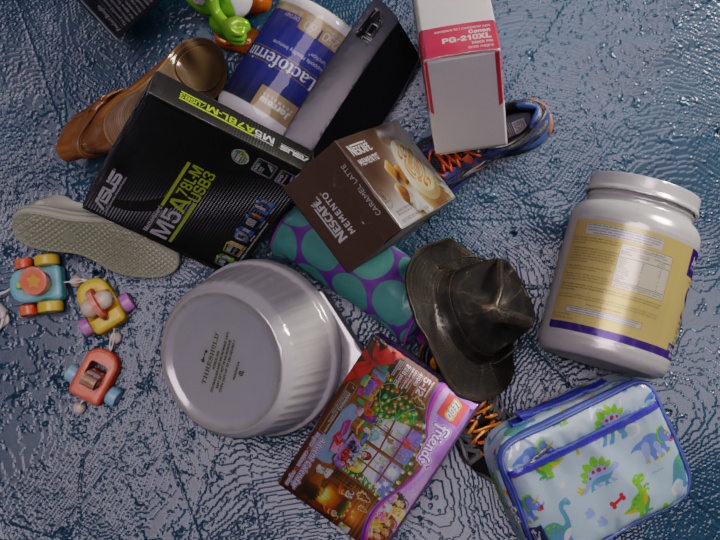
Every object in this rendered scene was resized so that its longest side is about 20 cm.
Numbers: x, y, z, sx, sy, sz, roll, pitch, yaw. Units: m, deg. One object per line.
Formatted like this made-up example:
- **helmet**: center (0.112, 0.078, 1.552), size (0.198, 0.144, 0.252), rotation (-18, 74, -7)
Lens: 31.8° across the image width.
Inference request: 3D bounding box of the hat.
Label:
- **hat**: center (0.137, 0.042, 1.353), size (0.081, 0.201, 0.201), rotation (-22, 80, 32)

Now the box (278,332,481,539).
- **box**: center (0.021, 0.187, 1.374), size (0.137, 0.039, 0.200), rotation (34, 97, 12)

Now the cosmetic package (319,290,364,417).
- **cosmetic package**: center (-0.018, 0.128, 1.436), size (0.083, 0.051, 0.200), rotation (-34, 81, 6)

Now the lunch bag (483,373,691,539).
- **lunch bag**: center (0.242, 0.208, 1.361), size (0.200, 0.082, 0.161), rotation (-22, 99, -9)

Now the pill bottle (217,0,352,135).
- **pill bottle**: center (-0.091, -0.204, 1.451), size (0.116, 0.116, 0.200), rotation (31, 87, 8)

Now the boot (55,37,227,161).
- **boot**: center (-0.255, -0.194, 1.482), size (0.155, 0.200, 0.077), rotation (-14, 122, 39)

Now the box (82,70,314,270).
- **box**: center (-0.180, -0.099, 1.387), size (0.193, 0.200, 0.048), rotation (25, 44, -18)

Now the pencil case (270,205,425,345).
- **pencil case**: center (0.000, 0.000, 1.424), size (0.200, 0.092, 0.085), rotation (35, 56, 17)

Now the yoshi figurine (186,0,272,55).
- **yoshi figurine**: center (-0.138, -0.322, 1.420), size (0.112, 0.200, 0.112), rotation (-37, 71, -1)

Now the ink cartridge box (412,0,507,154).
- **ink cartridge box**: center (0.105, -0.251, 1.386), size (0.084, 0.145, 0.200), rotation (-8, 52, 4)

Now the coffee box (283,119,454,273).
- **coffee box**: center (0.014, -0.083, 1.343), size (0.080, 0.200, 0.114), rotation (-39, 87, 23)

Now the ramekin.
- **ramekin**: center (-0.128, 0.092, 1.390), size (0.202, 0.094, 0.203), rotation (4, 100, 26)

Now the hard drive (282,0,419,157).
- **hard drive**: center (-0.008, -0.194, 1.430), size (0.042, 0.135, 0.200), rotation (31, 85, 22)

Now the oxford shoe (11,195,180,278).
- **oxford shoe**: center (-0.304, -0.044, 1.479), size (0.200, 0.058, 0.075), rotation (14, 120, 2)

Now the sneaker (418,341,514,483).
- **sneaker**: center (0.126, 0.159, 1.407), size (0.078, 0.077, 0.200), rotation (-34, 83, -1)

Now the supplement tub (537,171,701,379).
- **supplement tub**: center (0.285, 0.006, 1.377), size (0.145, 0.145, 0.200), rotation (16, 85, 7)

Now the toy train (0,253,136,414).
- **toy train**: center (-0.348, 0.066, 1.470), size (0.200, 0.056, 0.150), rotation (32, 86, 8)

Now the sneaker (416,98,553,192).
- **sneaker**: center (0.126, -0.146, 1.443), size (0.200, 0.078, 0.075), rotation (-30, 81, 1)

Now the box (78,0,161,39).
- **box**: center (-0.265, -0.393, 1.464), size (0.200, 0.107, 0.148), rotation (-41, 49, -1)
